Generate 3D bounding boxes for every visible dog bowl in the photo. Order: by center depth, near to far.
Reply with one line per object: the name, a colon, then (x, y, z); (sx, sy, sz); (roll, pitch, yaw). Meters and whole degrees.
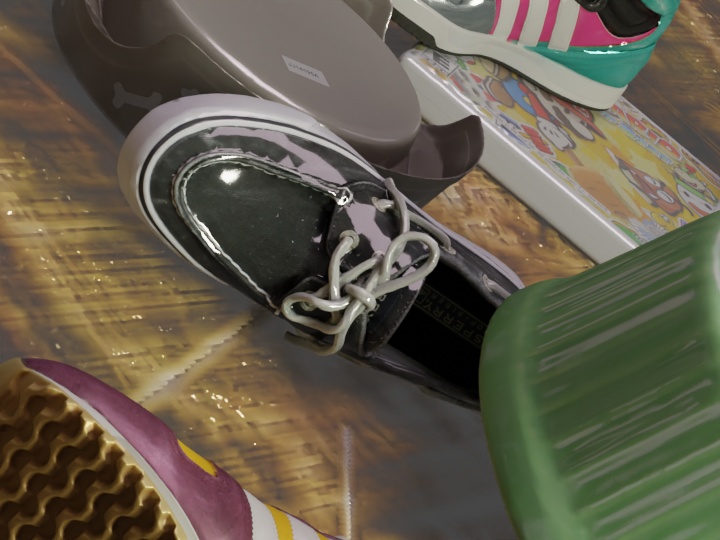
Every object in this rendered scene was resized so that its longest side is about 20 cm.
dog bowl: (-0.043, -0.087, 1.057); (0.200, 0.059, 0.200); (31, 25, -16)

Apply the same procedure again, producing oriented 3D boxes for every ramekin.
ramekin: (0.142, 0.075, 0.915); (0.200, 0.098, 0.200); (41, 32, -32)

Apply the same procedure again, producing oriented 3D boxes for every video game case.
video game case: (0.116, -0.061, 1.281); (0.200, 0.023, 0.182); (39, 24, 2)

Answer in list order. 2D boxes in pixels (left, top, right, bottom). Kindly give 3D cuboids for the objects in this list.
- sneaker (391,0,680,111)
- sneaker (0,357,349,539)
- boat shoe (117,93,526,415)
sneaker: (0.091, -0.159, 1.240); (0.200, 0.121, 0.084); (17, 32, -41)
sneaker: (-0.035, 0.100, 0.726); (0.200, 0.075, 0.090); (49, 26, 0)
boat shoe: (-0.001, 0.002, 0.940); (0.199, 0.074, 0.068); (36, 8, -30)
